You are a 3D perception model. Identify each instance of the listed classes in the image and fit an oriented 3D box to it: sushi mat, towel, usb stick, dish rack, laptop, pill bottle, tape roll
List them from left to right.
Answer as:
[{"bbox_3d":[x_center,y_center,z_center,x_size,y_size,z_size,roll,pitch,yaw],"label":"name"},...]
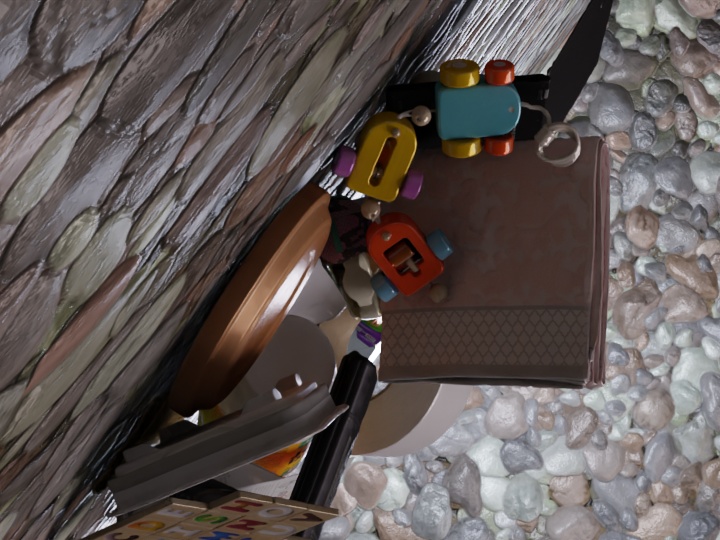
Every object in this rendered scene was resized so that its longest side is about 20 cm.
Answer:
[{"bbox_3d":[-0.163,0.126,1.317,0.096,0.012,0.200,-55,177,5],"label":"sushi mat"},{"bbox_3d":[-0.100,0.123,1.214,0.170,0.044,0.200,-22,180,6],"label":"dish rack"},{"bbox_3d":[-0.081,0.113,1.463,0.113,0.112,0.200,-51,176,-26],"label":"pill bottle"},{"bbox_3d":[-0.031,0.163,1.354,0.056,0.032,0.202,79,29,-64],"label":"usb stick"},{"bbox_3d":[0.012,0.078,1.578,0.203,0.202,0.071,-54,151,12],"label":"tape roll"},{"bbox_3d":[0.100,-0.005,1.280,0.032,0.198,0.193,10,80,-58],"label":"towel"},{"bbox_3d":[0.116,-0.160,1.353,0.188,0.198,0.117,86,-1,-68],"label":"laptop"}]

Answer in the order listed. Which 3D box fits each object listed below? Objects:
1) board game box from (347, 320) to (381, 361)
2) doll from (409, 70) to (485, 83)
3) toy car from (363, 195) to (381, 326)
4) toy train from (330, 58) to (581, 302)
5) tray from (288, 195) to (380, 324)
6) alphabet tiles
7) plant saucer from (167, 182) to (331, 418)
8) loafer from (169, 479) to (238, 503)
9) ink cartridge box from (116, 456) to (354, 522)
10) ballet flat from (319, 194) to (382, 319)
[{"bbox_3d":[-0.029,0.070,1.821,0.105,0.103,0.200,-54,176,16],"label":"board game box"},{"bbox_3d":[0.060,-0.131,1.444,0.136,0.049,0.200,-32,173,-4],"label":"doll"},{"bbox_3d":[0.072,-0.018,1.718,0.200,0.184,0.177,-48,-179,40],"label":"toy car"},{"bbox_3d":[0.062,-0.076,1.248,0.200,0.150,0.056,-40,-156,14],"label":"toy train"},{"bbox_3d":[-0.032,-0.007,1.455,0.107,0.022,0.200,-17,154,-35],"label":"tray"},{"bbox_3d":[-0.118,0.203,1.230,0.199,0.166,0.008,-27,-122,38],"label":"alphabet tiles"},{"bbox_3d":[-0.077,0.026,1.229,0.201,0.032,0.200,-57,177,-5],"label":"plant saucer"},{"bbox_3d":[-0.102,0.209,1.341,0.200,0.071,0.074,38,55,-71],"label":"loafer"},{"bbox_3d":[-0.117,0.197,1.484,0.198,0.048,0.160,-13,160,-18],"label":"ink cartridge box"},{"bbox_3d":[0.000,0.000,1.381,0.068,0.072,0.200,-15,160,9],"label":"ballet flat"}]
